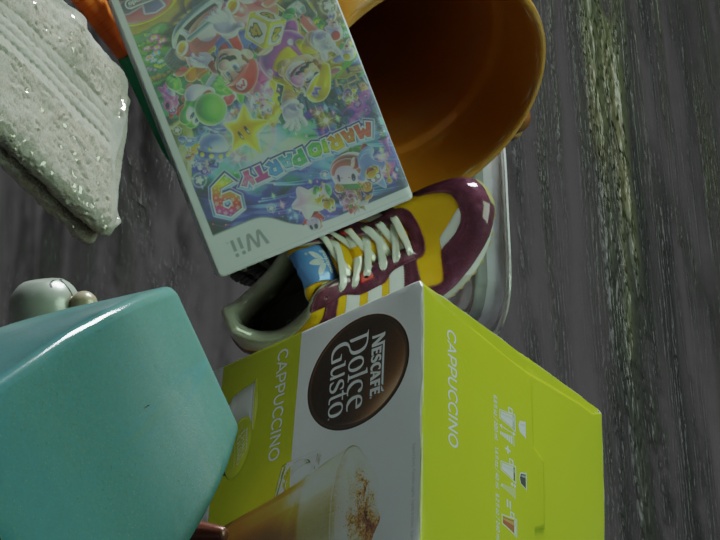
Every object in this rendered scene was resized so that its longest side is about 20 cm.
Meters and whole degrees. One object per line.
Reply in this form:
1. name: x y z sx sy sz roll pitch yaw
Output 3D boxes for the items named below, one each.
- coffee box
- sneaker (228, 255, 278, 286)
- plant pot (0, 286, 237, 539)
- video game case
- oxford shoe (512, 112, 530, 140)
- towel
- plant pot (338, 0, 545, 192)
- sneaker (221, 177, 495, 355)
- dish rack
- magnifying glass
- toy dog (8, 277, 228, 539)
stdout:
1. coffee box: 0.023 0.161 1.434 0.200 0.197 0.201 36 43 -39
2. sneaker: -0.053 -0.032 1.599 0.200 0.077 0.085 37 31 -62
3. plant pot: -0.163 0.097 1.139 0.200 0.141 0.142 -41 112 -49
4. video game case: -0.066 -0.115 1.488 0.018 0.143 0.201 -177 -115 -78
5. oxford shoe: 0.123 -0.217 2.063 0.201 0.071 0.071 70 24 -11
6. towel: -0.204 -0.117 1.366 0.200 0.034 0.133 45 36 -46
7. plant pot: 0.005 -0.177 1.640 0.200 0.200 0.183 43 8 -47
8. sneaker: 0.000 0.000 1.523 0.075 0.200 0.090 59 14 29
9. dish rack: 0.066 -0.008 1.731 0.200 0.043 0.173 119 -28 -62
10. magnifying glass: -0.143 -0.137 1.517 0.200 0.022 0.080 50 33 -36
11. toy dog: -0.137 0.101 1.293 0.201 0.096 0.132 64 26 -20
